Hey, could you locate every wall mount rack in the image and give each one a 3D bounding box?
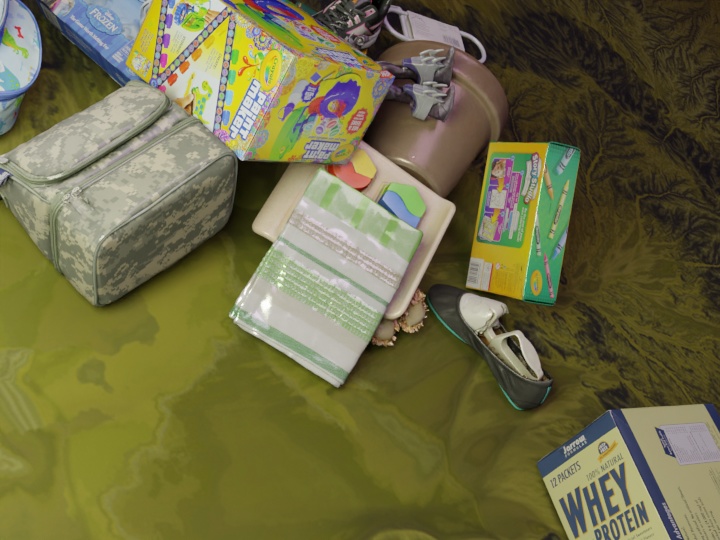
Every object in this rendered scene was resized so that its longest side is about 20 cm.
[{"bbox_3d":[0.097,-0.372,1.598,0.199,0.075,0.175,11,52,-31],"label":"wall mount rack"}]

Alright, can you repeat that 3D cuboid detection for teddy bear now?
[{"bbox_3d":[0.000,0.000,1.200,0.200,0.067,0.145,44,56,1],"label":"teddy bear"}]

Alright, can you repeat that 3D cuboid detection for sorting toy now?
[{"bbox_3d":[-0.001,-0.066,1.168,0.199,0.036,0.186,32,59,-5],"label":"sorting toy"}]

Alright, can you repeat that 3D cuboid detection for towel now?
[{"bbox_3d":[-0.035,0.007,1.105,0.149,0.031,0.201,33,75,-12],"label":"towel"}]

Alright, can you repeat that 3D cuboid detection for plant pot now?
[{"bbox_3d":[0.079,-0.173,1.338,0.200,0.200,0.175,30,60,-13],"label":"plant pot"}]

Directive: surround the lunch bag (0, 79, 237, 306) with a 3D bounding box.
[{"bbox_3d":[-0.246,-0.087,0.999,0.168,0.140,0.200,41,60,17],"label":"lunch bag"}]

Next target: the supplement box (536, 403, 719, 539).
[{"bbox_3d":[0.350,0.275,1.169,0.199,0.134,0.201,3,53,-36],"label":"supplement box"}]

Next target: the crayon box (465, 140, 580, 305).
[{"bbox_3d":[0.207,-0.064,1.292,0.058,0.119,0.201,8,93,-32],"label":"crayon box"}]

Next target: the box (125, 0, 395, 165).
[{"bbox_3d":[-0.105,-0.216,1.091,0.192,0.122,0.200,40,22,22],"label":"box"}]

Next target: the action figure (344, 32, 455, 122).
[{"bbox_3d":[0.014,-0.236,1.232,0.199,0.070,0.131,3,58,-7],"label":"action figure"}]

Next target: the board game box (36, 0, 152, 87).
[{"bbox_3d":[-0.245,-0.319,1.186,0.199,0.043,0.200,-42,66,-18],"label":"board game box"}]

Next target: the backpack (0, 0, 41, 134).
[{"bbox_3d":[-0.423,-0.233,1.003,0.199,0.147,0.184,16,49,-31],"label":"backpack"}]

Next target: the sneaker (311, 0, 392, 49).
[{"bbox_3d":[-0.025,-0.335,1.338,0.080,0.086,0.200,41,41,2],"label":"sneaker"}]

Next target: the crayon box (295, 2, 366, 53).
[{"bbox_3d":[-0.064,-0.268,1.372,0.118,0.058,0.201,27,42,-16],"label":"crayon box"}]

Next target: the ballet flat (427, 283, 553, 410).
[{"bbox_3d":[0.168,0.080,1.250,0.200,0.068,0.068,49,41,9],"label":"ballet flat"}]
